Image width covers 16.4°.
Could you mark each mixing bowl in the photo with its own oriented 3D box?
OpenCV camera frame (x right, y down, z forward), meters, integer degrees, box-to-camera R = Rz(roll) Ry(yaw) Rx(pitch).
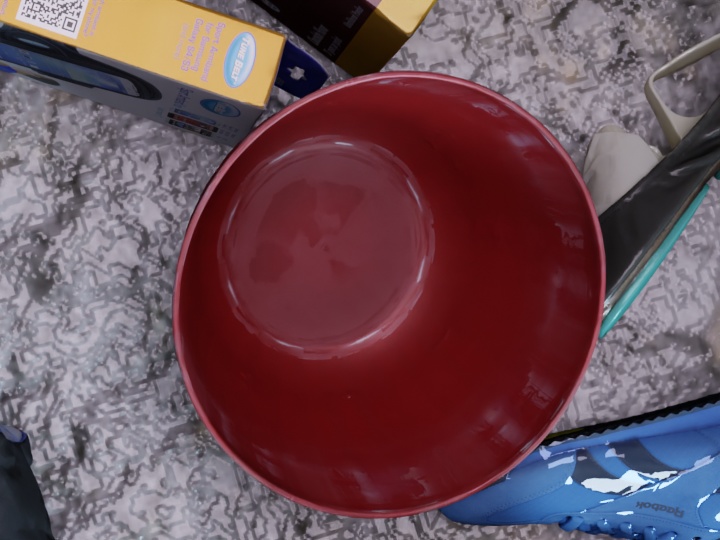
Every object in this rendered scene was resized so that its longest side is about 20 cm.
[{"bbox_3d":[0.000,0.000,1.128,0.199,0.108,0.201,-5,105,-17],"label":"mixing bowl"}]

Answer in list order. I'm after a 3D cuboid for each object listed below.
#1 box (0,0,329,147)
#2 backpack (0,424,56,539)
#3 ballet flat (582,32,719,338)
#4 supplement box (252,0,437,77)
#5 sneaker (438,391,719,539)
[{"bbox_3d":[-0.116,-0.103,1.128,0.199,0.119,0.042,20,82,-6],"label":"box"},{"bbox_3d":[-0.234,0.110,1.064,0.190,0.200,0.155,-19,83,-3],"label":"backpack"},{"bbox_3d":[0.151,-0.055,1.195,0.068,0.068,0.200,42,70,7],"label":"ballet flat"},{"bbox_3d":[-0.013,-0.230,1.148,0.200,0.133,0.198,36,81,-4],"label":"supplement box"},{"bbox_3d":[0.135,0.105,1.174,0.199,0.066,0.079,-11,90,-9],"label":"sneaker"}]
